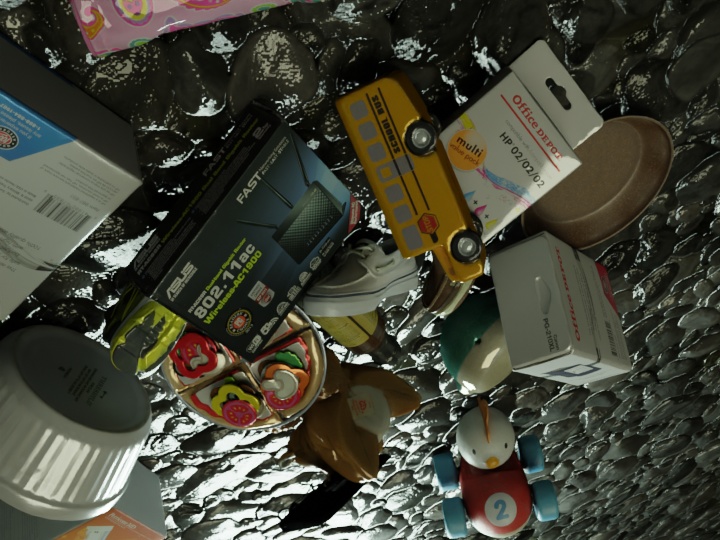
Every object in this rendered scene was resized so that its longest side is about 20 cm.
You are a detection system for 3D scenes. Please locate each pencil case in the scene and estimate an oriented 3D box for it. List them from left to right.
[{"bbox_3d":[-0.117,-0.220,0.571,0.196,0.088,0.088,-17,139,-10],"label":"pencil case"}]

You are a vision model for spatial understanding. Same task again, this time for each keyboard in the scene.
[{"bbox_3d":[-0.034,0.304,1.024,0.102,0.041,0.199,-16,-177,29],"label":"keyboard"}]

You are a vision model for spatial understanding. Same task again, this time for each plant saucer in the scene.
[{"bbox_3d":[0.274,-0.107,0.913,0.196,0.037,0.203,-14,139,-12],"label":"plant saucer"}]

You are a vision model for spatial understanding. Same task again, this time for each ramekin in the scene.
[{"bbox_3d":[-0.305,0.143,0.783,0.201,0.203,0.095,27,107,-42],"label":"ramekin"}]

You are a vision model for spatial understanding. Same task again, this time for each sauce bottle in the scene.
[{"bbox_3d":[-0.010,0.061,0.931,0.064,0.065,0.200,-31,138,9],"label":"sauce bottle"}]

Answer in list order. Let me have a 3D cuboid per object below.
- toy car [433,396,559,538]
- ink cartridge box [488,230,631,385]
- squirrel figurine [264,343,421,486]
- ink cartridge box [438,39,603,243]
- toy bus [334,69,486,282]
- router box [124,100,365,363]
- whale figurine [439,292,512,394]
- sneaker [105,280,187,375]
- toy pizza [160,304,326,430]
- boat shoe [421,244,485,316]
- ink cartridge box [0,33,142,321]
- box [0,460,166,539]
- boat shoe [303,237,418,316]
[{"bbox_3d":[0.204,0.297,1.218,0.180,0.179,0.203,-12,127,4],"label":"toy car"},{"bbox_3d":[0.249,0.054,0.951,0.083,0.148,0.198,-22,156,32],"label":"ink cartridge box"},{"bbox_3d":[-0.055,0.191,1.011,0.199,0.143,0.186,40,141,-11],"label":"squirrel figurine"},{"bbox_3d":[0.138,-0.119,0.770,0.199,0.068,0.115,-40,99,17],"label":"ink cartridge box"},{"bbox_3d":[0.053,-0.084,0.723,0.077,0.065,0.203,-21,104,16],"label":"toy bus"},{"bbox_3d":[-0.103,-0.032,0.734,0.202,0.062,0.150,-54,136,-4],"label":"router box"},{"bbox_3d":[0.174,0.093,1.045,0.160,0.103,0.199,-53,158,9],"label":"whale figurine"},{"bbox_3d":[-0.192,0.007,0.785,0.200,0.084,0.075,-47,136,-7],"label":"sneaker"},{"bbox_3d":[-0.136,0.108,0.881,0.195,0.032,0.204,1,117,2],"label":"toy pizza"},{"bbox_3d":[0.104,-0.038,0.886,0.073,0.075,0.205,11,122,-19],"label":"boat shoe"},{"bbox_3d":[-0.303,-0.069,0.637,0.199,0.085,0.144,-39,137,16],"label":"ink cartridge box"},{"bbox_3d":[-0.377,0.334,1.015,0.197,0.098,0.125,-28,139,4],"label":"box"},{"bbox_3d":[0.000,0.000,0.829,0.072,0.069,0.199,3,-169,27],"label":"boat shoe"}]
